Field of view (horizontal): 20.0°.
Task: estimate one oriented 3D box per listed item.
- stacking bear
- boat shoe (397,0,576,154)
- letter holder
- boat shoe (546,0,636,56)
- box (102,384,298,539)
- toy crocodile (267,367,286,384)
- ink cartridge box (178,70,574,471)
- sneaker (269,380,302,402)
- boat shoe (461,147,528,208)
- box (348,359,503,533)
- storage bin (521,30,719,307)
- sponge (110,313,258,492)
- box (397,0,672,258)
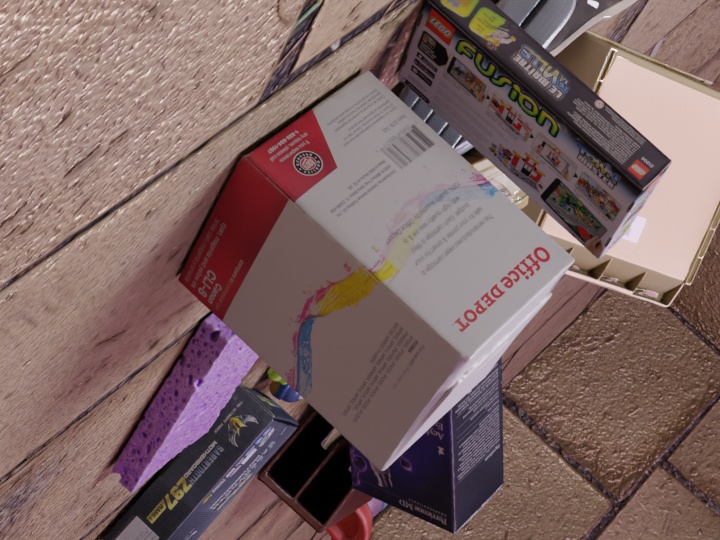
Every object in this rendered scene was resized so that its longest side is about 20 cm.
[{"bbox_3d":[0.013,0.251,2.695,0.200,0.121,0.114,-52,-178,-34],"label":"stacking bear"},{"bbox_3d":[0.092,-0.147,1.547,0.200,0.072,0.062,-46,176,-17],"label":"boat shoe"},{"bbox_3d":[-0.012,0.208,2.410,0.142,0.100,0.200,-52,170,15],"label":"letter holder"},{"bbox_3d":[0.149,-0.203,1.654,0.200,0.057,0.067,-36,-173,-36],"label":"boat shoe"},{"bbox_3d":[-0.149,0.200,1.922,0.200,0.051,0.158,-48,172,-1],"label":"box"},{"bbox_3d":[-0.011,0.042,1.885,0.200,0.062,0.067,-35,179,-33],"label":"toy crocodile"},{"bbox_3d":[0.011,0.001,1.381,0.145,0.200,0.145,-38,166,-43],"label":"ink cartridge box"},{"bbox_3d":[-0.010,0.090,1.989,0.200,0.088,0.075,-32,164,-53],"label":"sneaker"},{"bbox_3d":[0.031,-0.038,1.536,0.199,0.063,0.073,-23,-156,2],"label":"boat shoe"},{"bbox_3d":[0.071,0.165,2.243,0.104,0.147,0.201,-39,137,-40],"label":"box"},{"bbox_3d":[0.224,-0.091,1.782,0.199,0.094,0.199,17,101,-36],"label":"storage bin"},{"bbox_3d":[-0.125,0.089,1.649,0.111,0.030,0.200,-36,164,-50],"label":"sponge"},{"bbox_3d":[0.118,-0.106,1.424,0.035,0.200,0.110,-42,169,-25],"label":"box"}]
